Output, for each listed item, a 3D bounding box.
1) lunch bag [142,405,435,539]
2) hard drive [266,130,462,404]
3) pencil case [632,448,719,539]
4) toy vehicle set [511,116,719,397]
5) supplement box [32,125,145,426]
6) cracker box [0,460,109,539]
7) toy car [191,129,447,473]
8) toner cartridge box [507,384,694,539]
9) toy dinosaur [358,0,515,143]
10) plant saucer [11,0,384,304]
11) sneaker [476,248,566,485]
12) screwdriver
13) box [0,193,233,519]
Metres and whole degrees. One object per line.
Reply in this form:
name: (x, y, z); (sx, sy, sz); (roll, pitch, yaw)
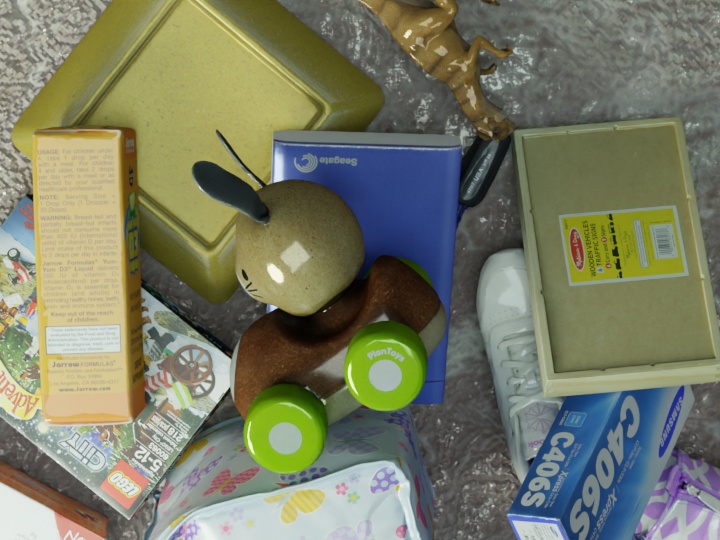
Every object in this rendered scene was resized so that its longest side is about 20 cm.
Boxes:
lunch bag: (-0.051, 0.172, 1.564); (0.198, 0.170, 0.128); (-13, 106, 5)
hard drive: (0.000, 0.000, 1.593); (0.131, 0.025, 0.201); (1, 115, -3)
pencil case: (0.295, 0.195, 1.638); (0.199, 0.086, 0.084); (21, 57, -8)
toy vehicle set: (0.178, -0.012, 1.572); (0.123, 0.027, 0.201); (-4, 62, -2)
supplement box: (-0.185, 0.002, 1.535); (0.068, 0.067, 0.202); (-3, 96, 3)
cracker box: (-0.287, 0.240, 1.626); (0.133, 0.058, 0.201); (28, 96, -8)
toy car: (-0.052, 0.003, 1.498); (0.157, 0.164, 0.201); (-32, 103, 12)
toner cartridge box: (0.171, 0.128, 1.565); (0.043, 0.201, 0.095); (3, 136, 32)
toy dinosaur: (0.042, -0.174, 1.571); (0.200, 0.060, 0.106); (40, 81, -1)
plant saucer: (-0.115, -0.106, 1.588); (0.200, 0.048, 0.200); (39, 96, -8)
sneaker: (0.133, 0.083, 1.605); (0.074, 0.100, 0.201); (-14, 98, 5)
screwdriver: (0.056, -0.015, 1.628); (0.029, 0.028, 0.201); (16, 106, -35)
box: (-0.198, 0.060, 1.595); (0.200, 0.038, 0.137); (38, 94, 3)
